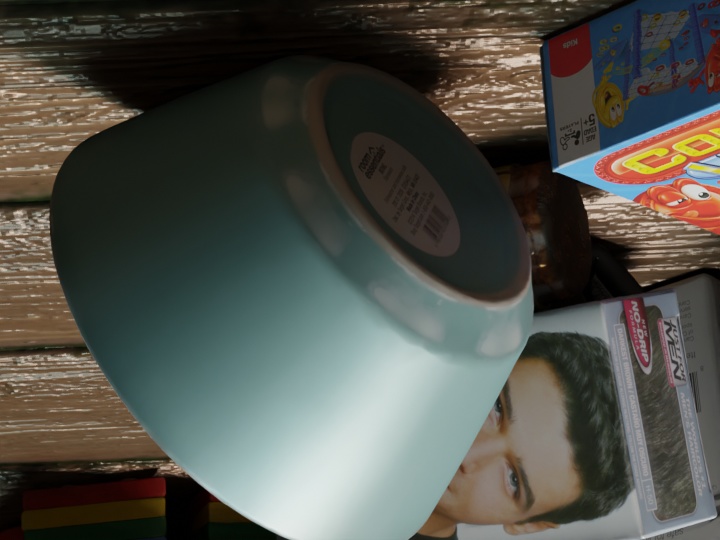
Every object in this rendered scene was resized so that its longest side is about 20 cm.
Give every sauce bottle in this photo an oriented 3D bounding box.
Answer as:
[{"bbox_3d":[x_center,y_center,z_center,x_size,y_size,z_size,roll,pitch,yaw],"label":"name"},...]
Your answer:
[{"bbox_3d":[0.000,0.000,1.234,0.199,0.066,0.066,-11,158,24],"label":"sauce bottle"}]

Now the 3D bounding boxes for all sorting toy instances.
[{"bbox_3d":[-0.127,0.175,1.663,0.198,0.070,0.200,4,158,-19],"label":"sorting toy"}]

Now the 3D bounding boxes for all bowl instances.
[{"bbox_3d":[-0.009,-0.003,1.085,0.105,0.201,0.200,-40,143,27],"label":"bowl"}]

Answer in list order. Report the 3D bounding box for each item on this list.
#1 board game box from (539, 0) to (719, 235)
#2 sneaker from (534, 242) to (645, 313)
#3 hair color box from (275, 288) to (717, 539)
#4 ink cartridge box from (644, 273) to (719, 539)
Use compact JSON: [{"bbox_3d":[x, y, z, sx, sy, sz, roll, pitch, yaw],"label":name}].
[{"bbox_3d":[0.207,-0.069,1.091,0.200,0.056,0.195,-22,153,40],"label":"board game box"},{"bbox_3d":[0.075,0.043,1.342,0.076,0.114,0.199,39,168,-26],"label":"sneaker"},{"bbox_3d":[0.049,0.074,1.225,0.199,0.100,0.061,-13,177,39],"label":"hair color box"},{"bbox_3d":[0.144,0.122,1.378,0.145,0.201,0.085,-19,154,37],"label":"ink cartridge box"}]
